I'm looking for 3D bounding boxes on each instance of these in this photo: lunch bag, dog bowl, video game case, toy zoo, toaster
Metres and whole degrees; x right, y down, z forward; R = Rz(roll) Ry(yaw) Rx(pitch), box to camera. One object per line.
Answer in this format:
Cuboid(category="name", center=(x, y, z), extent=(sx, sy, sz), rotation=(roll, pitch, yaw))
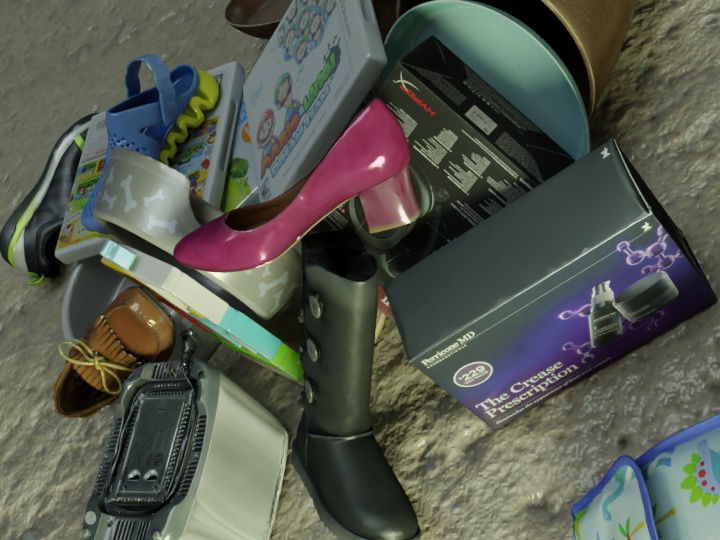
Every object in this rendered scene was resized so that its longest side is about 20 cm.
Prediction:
Cuboid(category="lunch bag", center=(0.222, 0.192, 0.801), extent=(0.199, 0.127, 0.172), rotation=(-32, 48, 34))
Cuboid(category="dog bowl", center=(-0.210, 0.021, 1.280), extent=(0.198, 0.059, 0.202), rotation=(-19, 52, 26))
Cuboid(category="video game case", center=(-0.047, -0.174, 1.169), extent=(0.201, 0.023, 0.184), rotation=(-53, 35, 37))
Cuboid(category="video game case", center=(-0.210, -0.108, 1.312), extent=(0.198, 0.023, 0.184), rotation=(-15, 51, 29))
Cuboid(category="toy zoo", center=(-0.138, 0.030, 1.103), extent=(0.131, 0.199, 0.021), rotation=(17, 72, 56))
Cuboid(category="dog bowl", center=(-0.140, -0.025, 1.117), extent=(0.199, 0.200, 0.059), rotation=(22, 76, 43))
Cuboid(category="toaster", center=(-0.137, 0.165, 1.081), extent=(0.112, 0.129, 0.203), rotation=(-7, 59, 33))

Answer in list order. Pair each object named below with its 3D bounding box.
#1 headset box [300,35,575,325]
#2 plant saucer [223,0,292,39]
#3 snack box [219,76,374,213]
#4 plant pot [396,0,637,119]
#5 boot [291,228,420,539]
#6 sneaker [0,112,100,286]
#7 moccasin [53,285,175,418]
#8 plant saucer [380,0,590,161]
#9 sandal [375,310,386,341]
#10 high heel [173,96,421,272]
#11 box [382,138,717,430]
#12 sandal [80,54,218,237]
Cuboid(category="headset box", center=(0.046, -0.053, 1.022), extent=(0.201, 0.148, 0.077), rotation=(-53, -5, 37))
Cuboid(category="plant saucer", center=(-0.043, -0.285, 1.326), extent=(0.198, 0.032, 0.201), rotation=(-20, 28, 11))
Cuboid(category="snack box", center=(-0.085, -0.133, 1.287), extent=(0.200, 0.053, 0.143), rotation=(-43, 45, 6))
Cuboid(category="plant pot", center=(0.161, -0.240, 1.099), extent=(0.185, 0.188, 0.201), rotation=(12, 52, 41))
Cuboid(category="boot", center=(-0.001, 0.089, 0.986), extent=(0.165, 0.065, 0.203), rotation=(37, 127, 50))
Cuboid(category="sneaker", center=(-0.311, -0.073, 1.429), extent=(0.082, 0.072, 0.202), rotation=(27, 81, 20))
Cuboid(category="moccasin", center=(-0.220, 0.076, 1.134), extent=(0.078, 0.074, 0.201), rotation=(-45, 8, -39))
Cuboid(category="plant saucer", center=(0.103, -0.133, 1.059), extent=(0.198, 0.202, 0.027), rotation=(9, 42, 41))
Cuboid(category="sandal", center=(-0.004, -0.002, 1.128), extent=(0.077, 0.070, 0.213), rotation=(31, 83, 45))
Cuboid(category="high heel", center=(-0.057, -0.063, 0.970), extent=(0.197, 0.097, 0.068), rotation=(-16, 26, 8))
Cuboid(category="box", center=(0.139, 0.017, 0.957), extent=(0.199, 0.141, 0.079), rotation=(-33, 47, 17))
Cuboid(category="sandal", center=(-0.217, -0.126, 1.253), extent=(0.079, 0.087, 0.202), rotation=(8, 66, 39))
